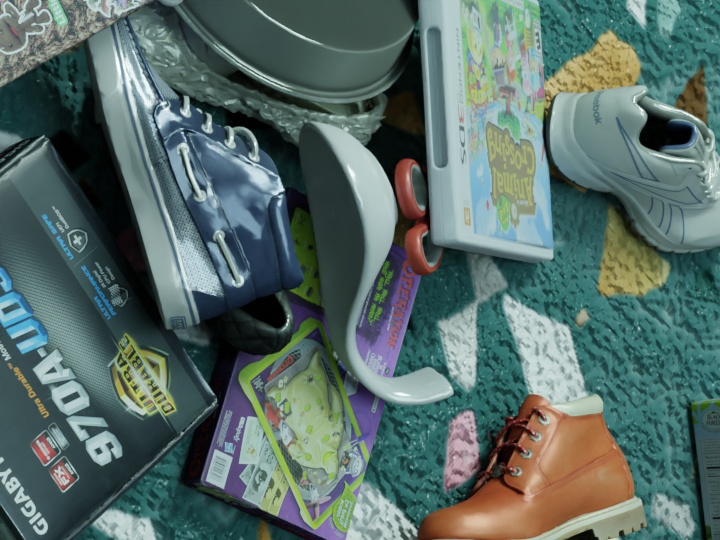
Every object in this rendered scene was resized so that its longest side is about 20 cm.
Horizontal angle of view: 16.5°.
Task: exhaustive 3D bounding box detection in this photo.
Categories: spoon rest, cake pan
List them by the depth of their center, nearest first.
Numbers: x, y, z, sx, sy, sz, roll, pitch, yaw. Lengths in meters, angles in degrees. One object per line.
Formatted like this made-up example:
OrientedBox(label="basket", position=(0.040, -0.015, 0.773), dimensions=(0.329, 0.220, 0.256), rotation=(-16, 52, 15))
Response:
OrientedBox(label="cake pan", position=(-0.042, -0.196, 1.550), dimensions=(0.199, 0.037, 0.201), rotation=(21, 47, -24))
OrientedBox(label="spoon rest", position=(0.000, 0.000, 1.552), dimensions=(0.060, 0.099, 0.201), rotation=(-26, 114, -14))

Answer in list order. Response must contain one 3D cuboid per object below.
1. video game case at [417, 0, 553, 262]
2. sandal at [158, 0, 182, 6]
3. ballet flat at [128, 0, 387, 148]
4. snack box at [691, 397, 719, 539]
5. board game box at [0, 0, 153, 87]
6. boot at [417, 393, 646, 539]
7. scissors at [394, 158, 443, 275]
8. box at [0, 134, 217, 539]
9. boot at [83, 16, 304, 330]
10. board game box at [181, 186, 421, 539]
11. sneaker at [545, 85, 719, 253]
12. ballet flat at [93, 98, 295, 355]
OrientedBox(label="video game case", position=(0.084, -0.102, 1.631), dimensions=(0.200, 0.022, 0.183), rotation=(8, 78, -68))
OrientedBox(label="sandal", position=(-0.096, -0.239, 1.450), dimensions=(0.079, 0.059, 0.208), rotation=(42, 35, -41))
OrientedBox(label="ballet flat", position=(-0.064, -0.133, 1.560), dimensions=(0.199, 0.072, 0.072), rotation=(25, 71, -32))
OrientedBox(label="snack box", position=(0.338, 0.154, 1.828), dimensions=(0.199, 0.053, 0.143), rotation=(-5, 89, -37))
OrientedBox(label="board game box", position=(-0.243, -0.137, 1.373), dimensions=(0.200, 0.159, 0.097), rotation=(-35, 104, -34))
OrientedBox(label="boot", position=(0.102, 0.140, 1.653), dimensions=(0.199, 0.075, 0.108), rotation=(-11, 88, -45))
OrientedBox(label="scissors", position=(0.049, -0.054, 1.605), dimensions=(0.200, 0.014, 0.074), rotation=(-56, 132, -70))
OrientedBox(label="box", position=(-0.195, 0.047, 1.456), dimensions=(0.159, 0.046, 0.201), rotation=(-42, 109, -32))
OrientedBox(label="boot", position=(-0.101, -0.072, 1.474), dimensions=(0.090, 0.073, 0.201), rotation=(-17, 91, -8))
OrientedBox(label="board game box", position=(-0.034, 0.062, 1.584), dimensions=(0.120, 0.032, 0.201), rotation=(27, 70, -28))
OrientedBox(label="sneaker", position=(0.218, -0.069, 1.740), dimensions=(0.199, 0.087, 0.075), rotation=(26, 62, -39))
OrientedBox(label="ballet flat", position=(-0.096, -0.040, 1.521), dimensions=(0.066, 0.057, 0.201), rotation=(-33, 90, -27))
